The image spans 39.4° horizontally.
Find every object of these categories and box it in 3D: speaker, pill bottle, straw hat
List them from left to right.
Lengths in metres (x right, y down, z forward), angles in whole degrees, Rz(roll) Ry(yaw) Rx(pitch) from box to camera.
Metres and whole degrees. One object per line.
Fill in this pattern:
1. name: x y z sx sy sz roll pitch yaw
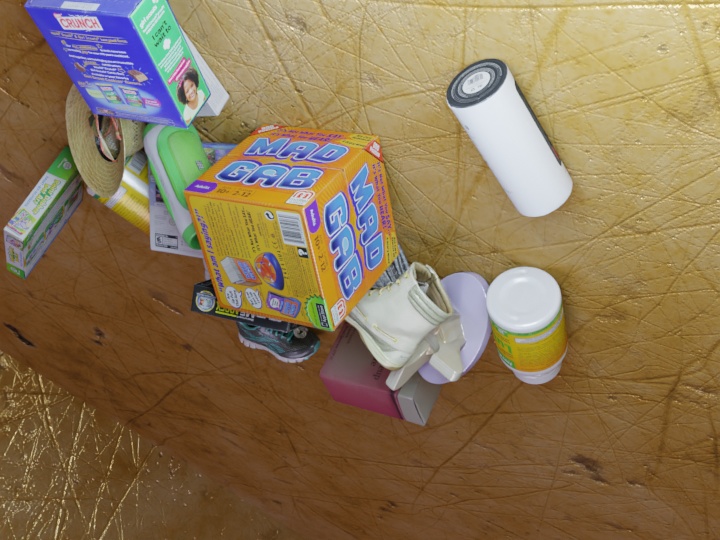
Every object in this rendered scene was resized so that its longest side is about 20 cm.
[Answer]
1. straw hat: -0.380 -0.217 1.580 0.201 0.085 0.201 24 123 43
2. pill bottle: -0.352 -0.122 1.709 0.200 0.113 0.113 36 152 -19
3. speaker: -0.257 -0.134 1.495 0.088 0.088 0.200 108 139 -63
4. speaker: 0.182 -0.155 1.210 0.081 0.081 0.200 1 144 41
5. pill bottle: 0.260 0.093 1.546 0.111 0.111 0.200 13 150 25

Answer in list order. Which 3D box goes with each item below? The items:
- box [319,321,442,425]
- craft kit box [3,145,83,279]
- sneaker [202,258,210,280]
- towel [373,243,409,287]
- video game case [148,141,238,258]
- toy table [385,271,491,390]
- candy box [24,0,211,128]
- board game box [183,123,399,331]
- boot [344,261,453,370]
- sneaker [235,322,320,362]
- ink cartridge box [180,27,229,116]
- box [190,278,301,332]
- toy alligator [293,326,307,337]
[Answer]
1. box: 0.045 0.193 1.900 0.200 0.128 0.109 11 149 26
2. craft kit box: -0.580 -0.103 1.850 0.048 0.200 0.198 31 153 -6
3. sneaker: -0.175 -0.037 1.705 0.200 0.075 0.100 -10 104 2
4. towel: 0.000 0.000 1.650 0.165 0.086 0.200 4 145 34
5. video game case: -0.248 -0.112 1.589 0.200 0.045 0.182 9 105 31
6. toy table: 0.114 0.098 1.575 0.184 0.117 0.200 28 114 34
7. candy box: -0.314 -0.289 1.322 0.169 0.077 0.200 12 150 23
8. board game box: -0.090 -0.066 1.417 0.200 0.200 0.200 10 130 29
9. boot: 0.037 0.031 1.505 0.200 0.072 0.155 52 128 14
10. sneaker: -0.176 0.127 2.044 0.200 0.078 0.091 10 145 26
11. ink cartridge box: -0.307 -0.301 1.426 0.176 0.045 0.200 5 146 34
12. box: -0.151 0.045 1.574 0.160 0.044 0.200 12 -170 14
13. toy alligator: -0.161 0.062 1.790 0.054 0.059 0.200 40 176 39
